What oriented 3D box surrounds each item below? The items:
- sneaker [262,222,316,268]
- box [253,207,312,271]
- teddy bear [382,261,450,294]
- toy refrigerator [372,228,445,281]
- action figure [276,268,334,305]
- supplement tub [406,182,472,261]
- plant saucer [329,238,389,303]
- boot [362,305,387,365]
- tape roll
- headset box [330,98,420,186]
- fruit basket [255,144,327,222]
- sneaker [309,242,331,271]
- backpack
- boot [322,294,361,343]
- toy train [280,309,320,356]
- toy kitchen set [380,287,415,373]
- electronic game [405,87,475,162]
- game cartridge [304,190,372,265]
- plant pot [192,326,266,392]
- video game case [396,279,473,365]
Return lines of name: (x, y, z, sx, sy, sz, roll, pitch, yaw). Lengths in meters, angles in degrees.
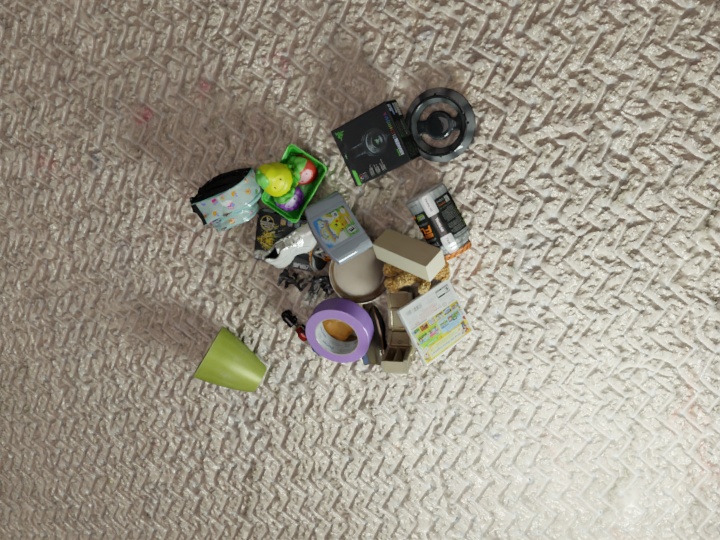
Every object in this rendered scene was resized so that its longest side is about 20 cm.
sneaker: (-0.206, -0.074, 1.670, 0.200, 0.087, 0.075, -39, 70, 18)
box: (-0.229, -0.096, 1.748, 0.199, 0.049, 0.162, 14, 110, 10)
teddy bear: (0.160, 0.000, 1.636, 0.199, 0.145, 0.067, 2, 147, 20)
toy refrigerator: (0.136, -0.045, 1.594, 0.200, 0.076, 0.070, 24, 149, 37)
action figure: (-0.151, 0.056, 1.736, 0.199, 0.119, 0.102, 11, 74, 18)
supplement tub: (0.225, -0.135, 1.573, 0.122, 0.123, 0.200, -28, 96, 20)
plant saucer: (0.000, 0.000, 1.682, 0.199, 0.032, 0.201, -3, 100, -16)
boot: (0.033, 0.211, 1.748, 0.097, 0.075, 0.201, -12, 103, 15)
tape roll: (-0.063, 0.183, 1.694, 0.199, 0.066, 0.201, 9, 124, 13)
headset box: (0.037, -0.353, 1.567, 0.199, 0.093, 0.175, -20, 100, 30)
fruit basket: (-0.207, -0.254, 1.618, 0.155, 0.216, 0.216, 34, 111, 4)
sneaker: (-0.085, -0.073, 1.688, 0.077, 0.078, 0.200, 45, 114, 28)
backpack: (-0.387, -0.220, 1.693, 0.199, 0.176, 0.154, -26, 113, 21)
boot: (-0.071, 0.158, 1.760, 0.143, 0.071, 0.202, 10, 114, 6)
toy train: (-0.183, 0.207, 1.821, 0.200, 0.046, 0.034, 44, 111, 0)
toy kitchen set: (0.153, 0.174, 1.647, 0.162, 0.180, 0.201, 1, 109, 14)
electronic game: (0.218, -0.400, 1.543, 0.199, 0.042, 0.201, 8, 112, 20)
game cartridge: (-0.072, -0.121, 1.621, 0.133, 0.040, 0.200, -32, 78, -9)
plant pot: (-0.421, 0.316, 1.863, 0.200, 0.187, 0.187, 31, 112, -11)
video game case: (0.221, 0.148, 1.635, 0.183, 0.200, 0.023, 63, 153, -7)
